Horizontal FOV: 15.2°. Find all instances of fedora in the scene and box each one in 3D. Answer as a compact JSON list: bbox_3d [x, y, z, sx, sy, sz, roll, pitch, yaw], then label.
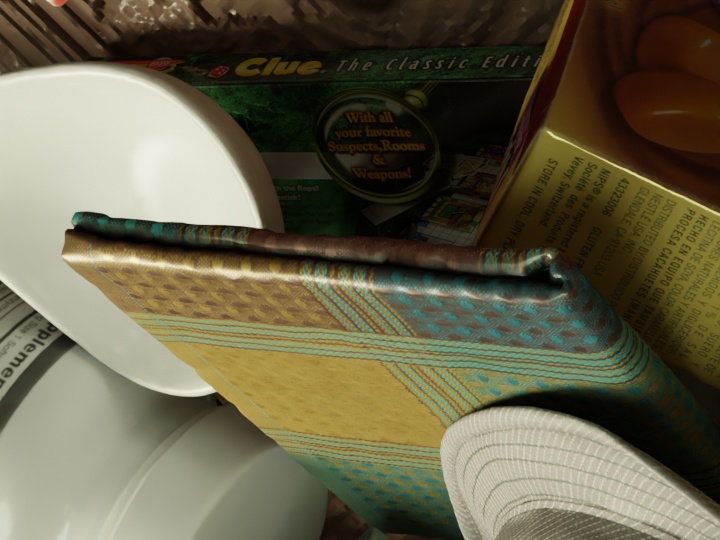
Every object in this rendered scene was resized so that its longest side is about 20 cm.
[{"bbox_3d":[0.077,0.133,0.676,0.200,0.090,0.177,43,160,-14],"label":"fedora"}]

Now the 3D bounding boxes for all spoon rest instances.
[{"bbox_3d":[-0.098,-0.032,0.794,0.200,0.060,0.100,30,129,35],"label":"spoon rest"}]

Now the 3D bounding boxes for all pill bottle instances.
[{"bbox_3d":[-0.117,0.053,0.850,0.199,0.116,0.116,26,131,24],"label":"pill bottle"}]

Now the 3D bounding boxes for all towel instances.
[{"bbox_3d":[0.028,0.035,0.713,0.146,0.022,0.200,5,158,28],"label":"towel"}]

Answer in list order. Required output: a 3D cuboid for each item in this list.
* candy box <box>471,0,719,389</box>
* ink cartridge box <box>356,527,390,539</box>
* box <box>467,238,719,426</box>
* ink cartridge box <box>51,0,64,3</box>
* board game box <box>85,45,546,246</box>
[{"bbox_3d":[0.137,-0.010,0.695,0.199,0.117,0.057,25,131,-3],"label":"candy box"},{"bbox_3d":[0.005,0.204,0.807,0.173,0.044,0.200,41,115,1],"label":"ink cartridge box"},{"bbox_3d":[0.103,0.061,0.806,0.200,0.036,0.144,33,137,-5],"label":"box"},{"bbox_3d":[-0.083,-0.190,0.682,0.174,0.044,0.200,43,107,-7],"label":"ink cartridge box"},{"bbox_3d":[0.013,-0.018,0.823,0.199,0.023,0.105,1,125,24],"label":"board game box"}]
